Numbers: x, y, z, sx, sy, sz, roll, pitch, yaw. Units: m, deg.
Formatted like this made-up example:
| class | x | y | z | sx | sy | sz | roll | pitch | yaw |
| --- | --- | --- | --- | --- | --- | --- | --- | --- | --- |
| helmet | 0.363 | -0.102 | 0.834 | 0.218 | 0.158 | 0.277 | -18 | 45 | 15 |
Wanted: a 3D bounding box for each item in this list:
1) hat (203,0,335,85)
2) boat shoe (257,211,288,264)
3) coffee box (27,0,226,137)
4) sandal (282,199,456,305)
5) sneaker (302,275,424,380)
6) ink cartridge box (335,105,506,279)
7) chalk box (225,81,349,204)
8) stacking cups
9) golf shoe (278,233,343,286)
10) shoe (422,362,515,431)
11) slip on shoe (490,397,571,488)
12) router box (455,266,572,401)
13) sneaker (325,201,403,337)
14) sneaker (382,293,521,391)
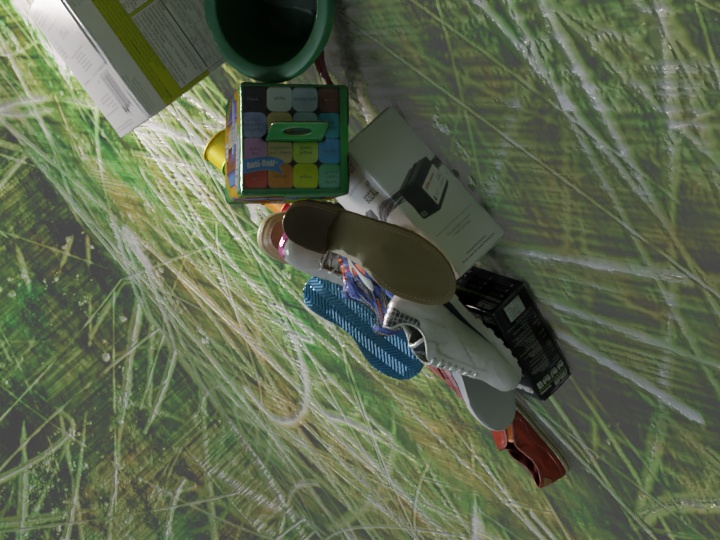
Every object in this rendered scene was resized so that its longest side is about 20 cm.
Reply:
| class | x | y | z | sx | sy | sz | roll | pitch | yaw |
| --- | --- | --- | --- | --- | --- | --- | --- | --- | --- |
| hat | -0.065 | -0.302 | 1.470 | 0.166 | 0.176 | 0.200 | 45 | 124 | 11 |
| boat shoe | -0.048 | -0.033 | 1.754 | 0.199 | 0.072 | 0.064 | 13 | -179 | -40 |
| coffee box | -0.264 | -0.313 | 1.617 | 0.201 | 0.197 | 0.199 | 54 | 162 | -12 |
| sandal | 0.016 | -0.034 | 1.488 | 0.210 | 0.078 | 0.070 | 23 | -156 | -1 |
| sneaker | 0.013 | 0.069 | 1.823 | 0.200 | 0.077 | 0.081 | 43 | -160 | 2 |
| ink cartridge box | 0.058 | -0.076 | 1.540 | 0.200 | 0.084 | 0.145 | 48 | 163 | 1 |
| chalk box | -0.082 | -0.141 | 1.459 | 0.200 | 0.124 | 0.125 | -178 | 88 | -79 |
| stacking cups | -0.147 | -0.131 | 1.965 | 0.200 | 0.061 | 0.061 | 40 | 161 | 14 |
| golf shoe | -0.011 | -0.010 | 1.687 | 0.199 | 0.076 | 0.091 | 16 | -169 | -34 |
| shoe | 0.140 | 0.134 | 1.822 | 0.201 | 0.071 | 0.091 | 56 | 163 | -8 |
| slip on shoe | 0.212 | 0.226 | 1.851 | 0.200 | 0.061 | 0.074 | 47 | 164 | 9 |
| router box | 0.158 | 0.070 | 1.646 | 0.199 | 0.062 | 0.150 | 20 | 148 | 56 |
| sneaker | 0.000 | 0.000 | 1.623 | 0.201 | 0.078 | 0.075 | 54 | -167 | 1 |
| sneaker | 0.108 | 0.090 | 1.545 | 0.200 | 0.081 | 0.076 | 41 | 159 | -20 |
